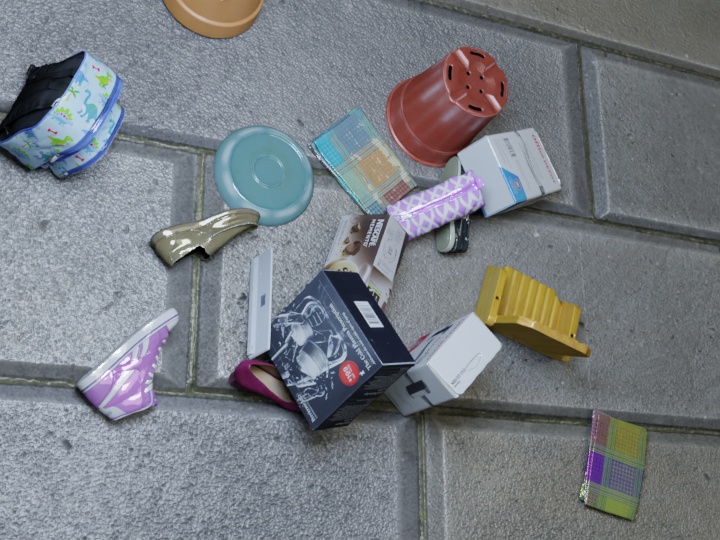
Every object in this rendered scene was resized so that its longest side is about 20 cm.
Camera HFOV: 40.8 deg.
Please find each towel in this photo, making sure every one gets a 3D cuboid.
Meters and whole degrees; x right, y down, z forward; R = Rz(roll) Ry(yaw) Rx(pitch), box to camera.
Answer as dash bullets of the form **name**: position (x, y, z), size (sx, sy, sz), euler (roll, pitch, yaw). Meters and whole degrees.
- **towel**: position (0.513, 0.391, 1.958), size (0.143, 0.023, 0.201), euler (22, 66, -19)
- **towel**: position (0.008, -0.210, 1.902), size (0.147, 0.022, 0.200), euler (-42, 95, -29)

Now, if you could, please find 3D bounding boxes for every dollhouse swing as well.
- **dollhouse swing**: position (0.356, 0.074, 1.894), size (0.199, 0.176, 0.182), euler (26, 65, -16)

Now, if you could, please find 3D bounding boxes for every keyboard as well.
- **keyboard**: position (-0.173, 0.056, 1.687), size (0.011, 0.056, 0.201), euler (29, 48, -41)

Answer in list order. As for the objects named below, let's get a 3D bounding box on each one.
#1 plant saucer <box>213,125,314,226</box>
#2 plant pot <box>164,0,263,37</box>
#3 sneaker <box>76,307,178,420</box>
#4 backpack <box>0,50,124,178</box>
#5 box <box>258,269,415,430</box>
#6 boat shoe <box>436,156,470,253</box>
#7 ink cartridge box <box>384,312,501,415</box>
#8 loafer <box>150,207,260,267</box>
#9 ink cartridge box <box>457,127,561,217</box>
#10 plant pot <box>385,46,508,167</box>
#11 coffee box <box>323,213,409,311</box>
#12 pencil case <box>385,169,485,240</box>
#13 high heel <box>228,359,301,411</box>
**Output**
- **plant saucer**: position (-0.174, -0.181, 1.802), size (0.199, 0.027, 0.201), euler (8, 71, -24)
- **plant pot**: position (-0.261, -0.556, 1.804), size (0.199, 0.140, 0.201), euler (8, 71, -23)
- **sneaker**: position (-0.353, 0.159, 1.586), size (0.200, 0.073, 0.114), euler (-45, 99, -19)
- **backpack**: position (-0.474, -0.256, 1.579), size (0.147, 0.199, 0.184), euler (38, 58, -33)
- **box**: position (-0.042, 0.133, 1.627), size (0.104, 0.182, 0.200), euler (4, 46, -54)
- **boat shoe**: position (0.197, -0.127, 1.939), size (0.066, 0.074, 0.200), euler (14, 67, -26)
- **ink cartridge box**: position (0.141, 0.171, 1.742), size (0.084, 0.200, 0.144), euler (49, 60, -5)
- **loafer**: position (-0.265, -0.056, 1.694), size (0.199, 0.076, 0.068), euler (-18, 83, -19)
- **ink cartridge box**: position (0.306, -0.201, 1.975), size (0.200, 0.084, 0.146), euler (-18, 82, -50)
- **plant pot**: position (0.181, -0.334, 1.926), size (0.200, 0.195, 0.202), euler (8, 70, -24)
- **coffee box**: position (0.000, 0.000, 1.767), size (0.080, 0.113, 0.201), euler (47, 54, -45)
- **pencil case**: position (0.142, -0.124, 1.858), size (0.199, 0.086, 0.084), euler (-25, 71, 1)
- **high heel**: position (-0.123, 0.198, 1.664), size (0.199, 0.096, 0.068), euler (11, 70, -23)
